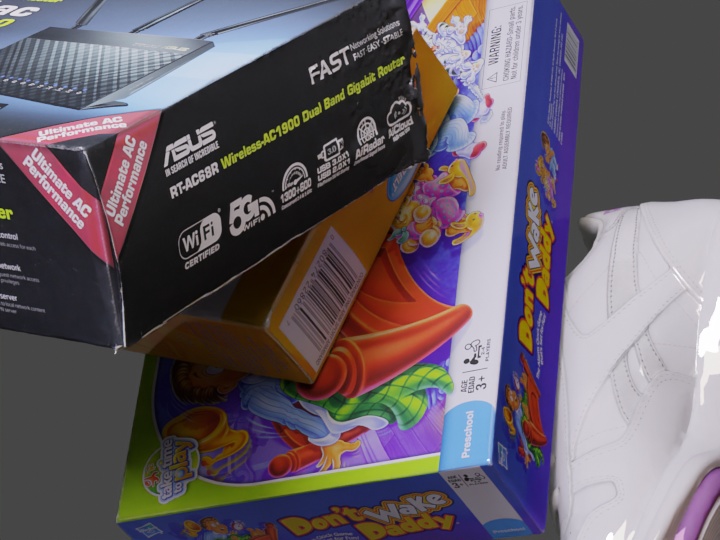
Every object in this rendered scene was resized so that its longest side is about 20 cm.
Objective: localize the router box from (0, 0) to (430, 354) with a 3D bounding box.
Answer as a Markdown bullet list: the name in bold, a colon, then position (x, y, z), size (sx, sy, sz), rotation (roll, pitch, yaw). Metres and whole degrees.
- **router box**: position (-0.102, -0.044, 0.840), size (0.199, 0.062, 0.150), rotation (8, 27, 35)

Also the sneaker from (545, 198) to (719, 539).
- **sneaker**: position (0.086, 0.059, 0.903), size (0.099, 0.075, 0.200), rotation (5, 52, 24)

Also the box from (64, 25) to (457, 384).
- **box**: position (-0.076, -0.033, 0.934), size (0.199, 0.041, 0.119), rotation (8, 62, 38)

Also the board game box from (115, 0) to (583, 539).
- **board game box**: position (0.000, 0.000, 0.919), size (0.134, 0.045, 0.201), rotation (-11, 52, 24)
